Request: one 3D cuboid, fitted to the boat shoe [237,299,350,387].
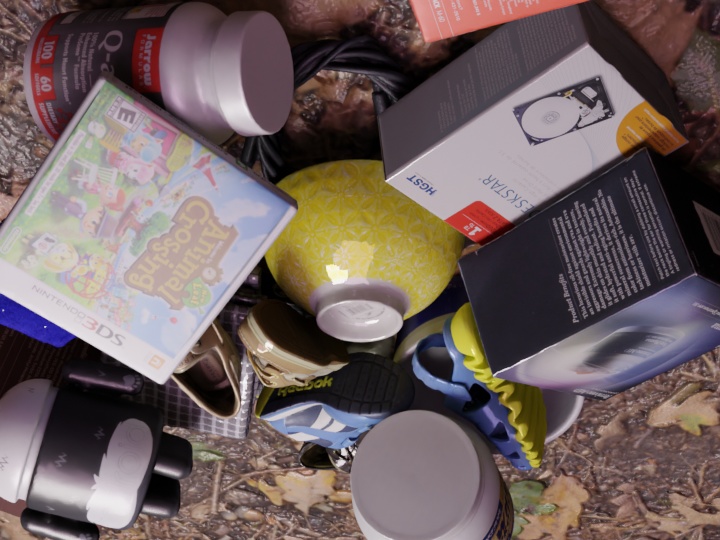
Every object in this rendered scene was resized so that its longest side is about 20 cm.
[{"bbox_3d":[-0.069,0.079,0.961,0.066,0.074,0.200,-36,160,9],"label":"boat shoe"}]

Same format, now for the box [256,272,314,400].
[{"bbox_3d":[-0.116,0.073,1.109,0.198,0.049,0.162,7,131,3],"label":"box"}]

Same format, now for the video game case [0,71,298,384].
[{"bbox_3d":[-0.178,-0.025,0.814,0.181,0.022,0.200,33,109,-20],"label":"video game case"}]

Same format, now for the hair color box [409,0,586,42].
[{"bbox_3d":[0.134,-0.239,0.735,0.198,0.112,0.064,-11,131,20],"label":"hair color box"}]

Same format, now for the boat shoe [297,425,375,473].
[{"bbox_3d":[-0.006,0.196,1.145,0.073,0.065,0.200,40,153,-14],"label":"boat shoe"}]

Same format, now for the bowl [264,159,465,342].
[{"bbox_3d":[0.000,0.000,0.946,0.198,0.109,0.201,2,149,1],"label":"bowl"}]

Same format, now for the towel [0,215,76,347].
[{"bbox_3d":[-0.235,-0.012,0.877,0.199,0.050,0.148,-35,142,14],"label":"towel"}]

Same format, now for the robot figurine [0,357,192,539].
[{"bbox_3d":[-0.266,0.179,1.002,0.198,0.152,0.125,17,148,-12],"label":"robot figurine"}]

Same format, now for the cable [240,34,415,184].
[{"bbox_3d":[-0.019,-0.119,0.914,0.162,0.051,0.201,18,132,-7],"label":"cable"}]

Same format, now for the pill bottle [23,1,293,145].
[{"bbox_3d":[-0.162,-0.157,0.837,0.198,0.116,0.117,1,134,23],"label":"pill bottle"}]

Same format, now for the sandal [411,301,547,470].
[{"bbox_3d":[0.117,0.116,0.989,0.086,0.080,0.201,-18,119,29],"label":"sandal"}]

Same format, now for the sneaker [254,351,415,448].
[{"bbox_3d":[-0.016,0.139,1.063,0.199,0.074,0.082,-9,133,41],"label":"sneaker"}]

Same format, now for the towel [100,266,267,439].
[{"bbox_3d":[-0.179,0.079,1.037,0.164,0.086,0.201,11,131,1],"label":"towel"}]

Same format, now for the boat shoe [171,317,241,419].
[{"bbox_3d":[-0.157,0.058,0.909,0.072,0.065,0.201,-25,134,2],"label":"boat shoe"}]

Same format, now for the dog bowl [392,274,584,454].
[{"bbox_3d":[0.132,0.099,1.071,0.198,0.079,0.201,5,133,5],"label":"dog bowl"}]

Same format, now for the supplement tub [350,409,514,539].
[{"bbox_3d":[0.072,0.226,1.010,0.143,0.146,0.200,-4,155,13],"label":"supplement tub"}]

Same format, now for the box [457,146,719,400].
[{"bbox_3d":[0.229,0.017,0.899,0.198,0.124,0.199,-32,149,33],"label":"box"}]

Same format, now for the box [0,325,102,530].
[{"bbox_3d":[-0.348,0.169,1.157,0.199,0.165,0.166,25,131,-13],"label":"box"}]

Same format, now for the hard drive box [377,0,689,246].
[{"bbox_3d":[0.139,-0.117,0.844,0.199,0.077,0.155,-32,137,32],"label":"hard drive box"}]
